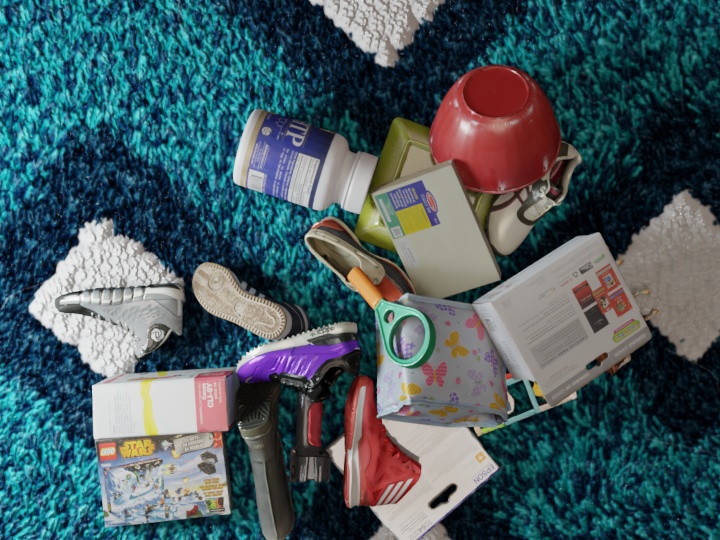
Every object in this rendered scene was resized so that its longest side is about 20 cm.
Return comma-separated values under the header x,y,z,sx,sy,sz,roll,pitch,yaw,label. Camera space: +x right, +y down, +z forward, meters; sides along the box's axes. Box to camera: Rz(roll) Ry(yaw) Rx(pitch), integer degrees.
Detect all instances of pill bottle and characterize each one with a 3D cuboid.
x,y,z,sx,sy,sz,roll,pitch,yaw,label
-0.080,-0.157,1.509,0.198,0.120,0.121,18,91,-1,pill bottle

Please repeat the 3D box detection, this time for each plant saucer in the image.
x,y,z,sx,sy,sz,roll,pitch,yaw,label
0.112,-0.113,1.544,0.198,0.048,0.202,20,91,0,plant saucer

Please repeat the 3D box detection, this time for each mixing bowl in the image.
x,y,z,sx,sy,sz,roll,pitch,yaw,label
0.197,-0.226,1.467,0.198,0.109,0.202,-3,58,4,mixing bowl

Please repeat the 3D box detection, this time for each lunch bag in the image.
x,y,z,sx,sy,sz,roll,pitch,yaw,label
0.126,0.141,1.484,0.198,0.127,0.171,8,67,-25,lunch bag

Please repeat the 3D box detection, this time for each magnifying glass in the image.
x,y,z,sx,sy,sz,roll,pitch,yaw,label
0.039,0.061,1.427,0.080,0.022,0.200,-53,46,14,magnifying glass

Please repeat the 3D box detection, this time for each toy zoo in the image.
x,y,z,sx,sy,sz,roll,pitch,yaw,label
0.249,0.161,1.562,0.198,0.020,0.132,-22,91,1,toy zoo

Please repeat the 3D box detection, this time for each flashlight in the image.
x,y,z,sx,sy,sz,roll,pitch,yaw,label
-0.066,0.219,1.526,0.068,0.067,0.202,10,76,-43,flashlight

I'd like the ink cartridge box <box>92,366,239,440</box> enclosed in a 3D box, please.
x,y,z,sx,sy,sz,roll,pitch,yaw,label
-0.286,0.196,1.505,0.198,0.145,0.084,-4,91,0,ink cartridge box

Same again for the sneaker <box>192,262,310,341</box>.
x,y,z,sx,sy,sz,roll,pitch,yaw,label
-0.164,0.055,1.547,0.199,0.108,0.071,29,94,30,sneaker

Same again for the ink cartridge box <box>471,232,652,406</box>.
x,y,z,sx,sy,sz,roll,pitch,yaw,label
0.294,0.072,1.459,0.199,0.084,0.177,-30,94,-13,ink cartridge box

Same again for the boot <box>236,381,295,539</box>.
x,y,z,sx,sy,sz,roll,pitch,yaw,label
-0.136,0.279,1.530,0.072,0.182,0.202,-11,116,11,boot

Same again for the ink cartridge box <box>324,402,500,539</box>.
x,y,z,sx,sy,sz,roll,pitch,yaw,label
0.079,0.290,1.555,0.196,0.043,0.200,-40,91,0,ink cartridge box

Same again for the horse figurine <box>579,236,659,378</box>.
x,y,z,sx,sy,sz,roll,pitch,yaw,label
0.369,0.047,1.546,0.132,0.050,0.201,-39,93,-5,horse figurine

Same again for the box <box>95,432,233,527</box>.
x,y,z,sx,sy,sz,roll,pitch,yaw,label
-0.303,0.317,1.560,0.198,0.040,0.139,-6,92,1,box

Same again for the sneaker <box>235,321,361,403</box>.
x,y,z,sx,sy,sz,roll,pitch,yaw,label
-0.089,0.149,1.473,0.198,0.070,0.100,-19,73,16,sneaker

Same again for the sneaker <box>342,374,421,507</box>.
x,y,z,sx,sy,sz,roll,pitch,yaw,label
0.035,0.256,1.509,0.114,0.078,0.202,3,102,-8,sneaker

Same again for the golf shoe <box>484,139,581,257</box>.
x,y,z,sx,sy,sz,roll,pitch,yaw,label
0.257,-0.109,1.516,0.077,0.088,0.201,26,94,-27,golf shoe

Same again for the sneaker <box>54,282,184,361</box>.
x,y,z,sx,sy,sz,roll,pitch,yaw,label
-0.367,0.083,1.540,0.198,0.075,0.117,-4,94,0,sneaker

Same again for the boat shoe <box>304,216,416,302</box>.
x,y,z,sx,sy,sz,roll,pitch,yaw,label
0.000,0.000,1.529,0.200,0.063,0.071,43,122,2,boat shoe

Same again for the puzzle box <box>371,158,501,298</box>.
x,y,z,sx,sy,sz,roll,pitch,yaw,label
0.115,-0.055,1.498,0.132,0.025,0.201,-17,113,20,puzzle box
